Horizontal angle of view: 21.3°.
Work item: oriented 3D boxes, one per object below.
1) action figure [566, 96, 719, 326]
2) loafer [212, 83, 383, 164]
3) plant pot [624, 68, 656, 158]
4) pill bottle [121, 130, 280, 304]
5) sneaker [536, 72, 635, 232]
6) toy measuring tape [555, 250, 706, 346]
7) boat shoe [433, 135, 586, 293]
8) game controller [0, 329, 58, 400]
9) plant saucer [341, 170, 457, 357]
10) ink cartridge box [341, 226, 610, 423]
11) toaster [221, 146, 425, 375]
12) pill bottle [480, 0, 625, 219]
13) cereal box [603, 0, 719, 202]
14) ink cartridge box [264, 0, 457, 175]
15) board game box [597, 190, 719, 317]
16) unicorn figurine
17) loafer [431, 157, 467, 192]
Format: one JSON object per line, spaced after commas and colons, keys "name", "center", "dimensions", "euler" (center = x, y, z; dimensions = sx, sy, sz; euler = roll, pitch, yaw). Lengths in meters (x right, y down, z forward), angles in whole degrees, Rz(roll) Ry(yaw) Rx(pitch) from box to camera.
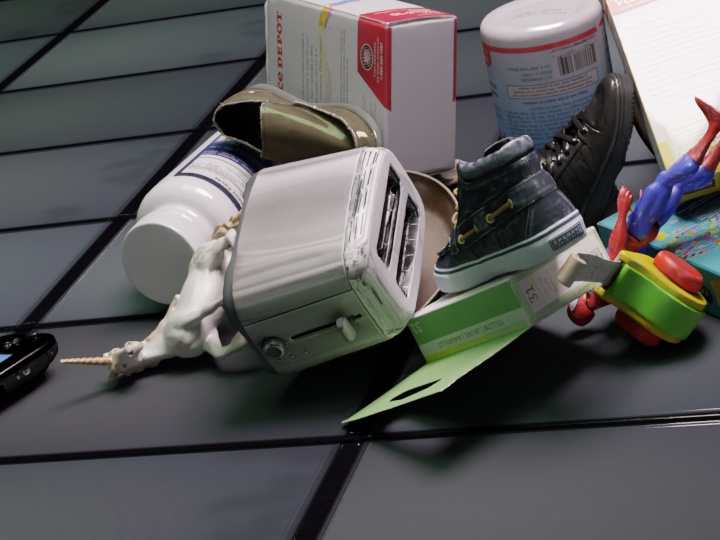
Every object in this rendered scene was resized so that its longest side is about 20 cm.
{"name": "action figure", "center": [0.224, -0.041, 1.502], "dimensions": [0.052, 0.201, 0.065], "euler": [35, 9, 23]}
{"name": "loafer", "center": [-0.059, -0.118, 1.731], "dimensions": [0.069, 0.076, 0.199], "euler": [-17, 25, -41]}
{"name": "plant pot", "center": [0.332, -0.172, 1.742], "dimensions": [0.198, 0.202, 0.175], "euler": [-12, 4, 2]}
{"name": "pill bottle", "center": [-0.141, -0.049, 1.784], "dimensions": [0.110, 0.112, 0.200], "euler": [-2, 25, 26]}
{"name": "sneaker", "center": [0.158, -0.077, 1.616], "dimensions": [0.103, 0.202, 0.060], "euler": [9, 24, -12]}
{"name": "toy measuring tape", "center": [0.211, 0.020, 1.428], "dimensions": [0.073, 0.074, 0.199], "euler": [0, -4, 28]}
{"name": "boat shoe", "center": [0.098, -0.045, 1.447], "dimensions": [0.070, 0.092, 0.200], "euler": [-29, 3, -24]}
{"name": "game controller", "center": [-0.351, 0.105, 1.635], "dimensions": [0.104, 0.043, 0.200], "euler": [7, 29, 40]}
{"name": "plant saucer", "center": [0.000, 0.000, 1.615], "dimensions": [0.198, 0.032, 0.201], "euler": [-17, 43, 17]}
{"name": "ink cartridge box", "center": [0.082, 0.042, 1.463], "dimensions": [0.199, 0.048, 0.145], "euler": [-28, 2, -35]}
{"name": "toaster", "center": [-0.025, -0.017, 1.537], "dimensions": [0.128, 0.114, 0.201], "euler": [-13, 42, 23]}
{"name": "pill bottle", "center": [0.175, -0.135, 1.687], "dimensions": [0.108, 0.202, 0.109], "euler": [-11, 22, 5]}
{"name": "cereal box", "center": [0.296, -0.167, 1.591], "dimensions": [0.142, 0.040, 0.202], "euler": [-16, 63, 3]}
{"name": "ink cartridge box", "center": [-0.001, -0.178, 1.776], "dimensions": [0.082, 0.147, 0.199], "euler": [-13, 23, -32]}
{"name": "board game box", "center": [0.310, -0.030, 1.548], "dimensions": [0.150, 0.047, 0.200], "euler": [-30, 26, -17]}
{"name": "unicorn figurine", "center": [-0.138, 0.030, 1.625], "dimensions": [0.137, 0.074, 0.200], "euler": [-16, 28, 43]}
{"name": "loafer", "center": [0.060, -0.054, 1.743], "dimensions": [0.062, 0.073, 0.200], "euler": [9, 28, 30]}
